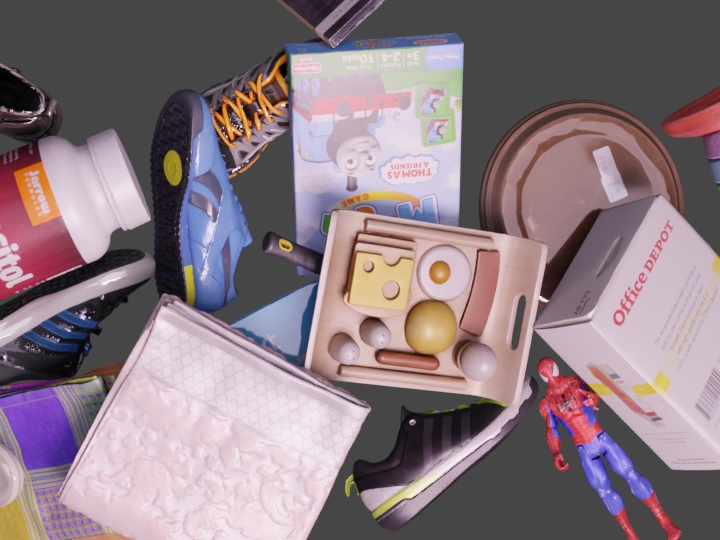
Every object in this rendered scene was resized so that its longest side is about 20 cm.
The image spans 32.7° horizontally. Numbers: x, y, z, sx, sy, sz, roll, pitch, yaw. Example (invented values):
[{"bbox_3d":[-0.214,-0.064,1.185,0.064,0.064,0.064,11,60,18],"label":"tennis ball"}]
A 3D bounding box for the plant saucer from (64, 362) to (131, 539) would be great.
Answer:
[{"bbox_3d":[-0.189,0.179,1.047,0.197,0.032,0.204,6,109,18],"label":"plant saucer"}]

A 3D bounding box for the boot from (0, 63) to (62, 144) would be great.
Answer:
[{"bbox_3d":[-0.336,-0.160,1.012,0.197,0.174,0.070,16,88,-5],"label":"boot"}]

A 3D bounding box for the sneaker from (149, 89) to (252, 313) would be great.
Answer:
[{"bbox_3d":[-0.135,-0.059,1.067,0.078,0.066,0.203,-13,115,-35],"label":"sneaker"}]

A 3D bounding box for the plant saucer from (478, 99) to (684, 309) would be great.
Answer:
[{"bbox_3d":[0.208,-0.059,1.137,0.197,0.029,0.204,0,88,-5],"label":"plant saucer"}]

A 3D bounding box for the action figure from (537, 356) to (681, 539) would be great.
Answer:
[{"bbox_3d":[0.213,0.170,1.099,0.065,0.099,0.202,-32,90,16],"label":"action figure"}]

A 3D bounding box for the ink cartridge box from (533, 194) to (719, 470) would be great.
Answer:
[{"bbox_3d":[0.266,0.055,1.071,0.200,0.083,0.146,44,64,-18],"label":"ink cartridge box"}]

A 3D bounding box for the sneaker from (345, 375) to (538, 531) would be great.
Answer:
[{"bbox_3d":[0.072,0.145,1.099,0.199,0.072,0.083,-38,78,-12],"label":"sneaker"}]

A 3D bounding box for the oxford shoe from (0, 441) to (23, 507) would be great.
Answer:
[{"bbox_3d":[-0.375,0.160,1.032,0.197,0.058,0.076,14,106,14],"label":"oxford shoe"}]

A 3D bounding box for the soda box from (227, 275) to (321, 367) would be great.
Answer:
[{"bbox_3d":[-0.101,0.077,1.087,0.198,0.064,0.069,-27,92,-6],"label":"soda box"}]

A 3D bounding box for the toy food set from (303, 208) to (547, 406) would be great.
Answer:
[{"bbox_3d":[0.053,0.034,1.029,0.197,0.060,0.146,8,96,-20],"label":"toy food set"}]

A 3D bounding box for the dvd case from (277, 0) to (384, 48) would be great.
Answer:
[{"bbox_3d":[-0.030,-0.294,1.066,0.149,0.016,0.200,-43,57,-5],"label":"dvd case"}]

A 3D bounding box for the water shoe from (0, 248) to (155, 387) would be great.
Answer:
[{"bbox_3d":[-0.260,0.050,1.079,0.198,0.072,0.080,-26,110,1],"label":"water shoe"}]

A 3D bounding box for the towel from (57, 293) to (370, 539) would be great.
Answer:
[{"bbox_3d":[-0.116,0.147,0.986,0.198,0.032,0.193,28,97,-6],"label":"towel"}]

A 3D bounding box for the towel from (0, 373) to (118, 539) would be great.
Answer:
[{"bbox_3d":[-0.276,0.166,1.041,0.197,0.023,0.146,-10,100,22],"label":"towel"}]

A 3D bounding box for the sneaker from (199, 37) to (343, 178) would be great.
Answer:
[{"bbox_3d":[-0.089,-0.148,1.085,0.199,0.077,0.079,-36,94,-3],"label":"sneaker"}]

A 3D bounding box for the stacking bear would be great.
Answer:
[{"bbox_3d":[0.383,-0.079,1.118,0.120,0.114,0.202,-31,97,-5],"label":"stacking bear"}]

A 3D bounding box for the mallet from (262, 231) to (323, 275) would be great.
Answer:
[{"bbox_3d":[0.000,0.000,1.067,0.199,0.041,0.067,31,56,-30],"label":"mallet"}]

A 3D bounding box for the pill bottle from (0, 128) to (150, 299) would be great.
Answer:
[{"bbox_3d":[-0.286,-0.045,1.046,0.198,0.113,0.114,-23,91,-5],"label":"pill bottle"}]

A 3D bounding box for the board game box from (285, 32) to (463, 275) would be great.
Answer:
[{"bbox_3d":[0.013,-0.099,1.070,0.149,0.037,0.203,-5,117,-9],"label":"board game box"}]
